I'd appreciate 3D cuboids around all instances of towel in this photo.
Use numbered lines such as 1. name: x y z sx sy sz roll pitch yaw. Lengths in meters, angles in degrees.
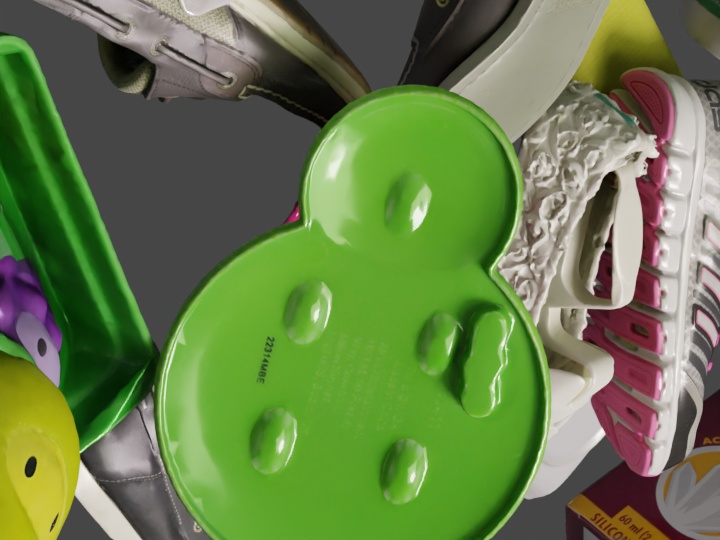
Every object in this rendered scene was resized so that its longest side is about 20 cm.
1. towel: 0.124 -0.055 1.233 0.086 0.018 0.200 -44 131 -11

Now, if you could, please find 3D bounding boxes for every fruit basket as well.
1. fruit basket: -0.141 0.033 0.894 0.155 0.215 0.216 -38 144 -17

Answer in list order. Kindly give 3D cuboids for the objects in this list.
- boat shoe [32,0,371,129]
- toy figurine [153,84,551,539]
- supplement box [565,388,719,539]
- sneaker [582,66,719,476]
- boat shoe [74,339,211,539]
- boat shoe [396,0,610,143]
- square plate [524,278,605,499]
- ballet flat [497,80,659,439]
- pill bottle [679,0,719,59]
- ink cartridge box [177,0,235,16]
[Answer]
1. boat shoe: -0.072 -0.096 0.973 0.066 0.072 0.201 -48 141 7
2. toy figurine: 0.000 0.000 1.061 0.149 0.184 0.201 12 107 -6
3. supplement box: 0.223 0.132 1.473 0.199 0.110 0.086 -34 142 -23
4. sneaker: 0.156 0.000 1.224 0.087 0.074 0.201 -9 113 -26
5. boat shoe: -0.077 0.100 1.138 0.068 0.072 0.200 -39 142 -8
6. boat shoe: 0.063 -0.117 1.102 0.071 0.061 0.202 -8 145 -43
7. square plate: 0.115 0.015 1.318 0.200 0.028 0.198 -51 145 0
8. ballet flat: 0.087 0.017 1.181 0.071 0.072 0.201 -10 119 -43
9. pill bottle: 0.235 -0.180 1.201 0.112 0.113 0.201 1 120 -49
10. ink cartridge box: -0.016 -0.191 0.891 0.116 0.067 0.201 -24 118 -34
